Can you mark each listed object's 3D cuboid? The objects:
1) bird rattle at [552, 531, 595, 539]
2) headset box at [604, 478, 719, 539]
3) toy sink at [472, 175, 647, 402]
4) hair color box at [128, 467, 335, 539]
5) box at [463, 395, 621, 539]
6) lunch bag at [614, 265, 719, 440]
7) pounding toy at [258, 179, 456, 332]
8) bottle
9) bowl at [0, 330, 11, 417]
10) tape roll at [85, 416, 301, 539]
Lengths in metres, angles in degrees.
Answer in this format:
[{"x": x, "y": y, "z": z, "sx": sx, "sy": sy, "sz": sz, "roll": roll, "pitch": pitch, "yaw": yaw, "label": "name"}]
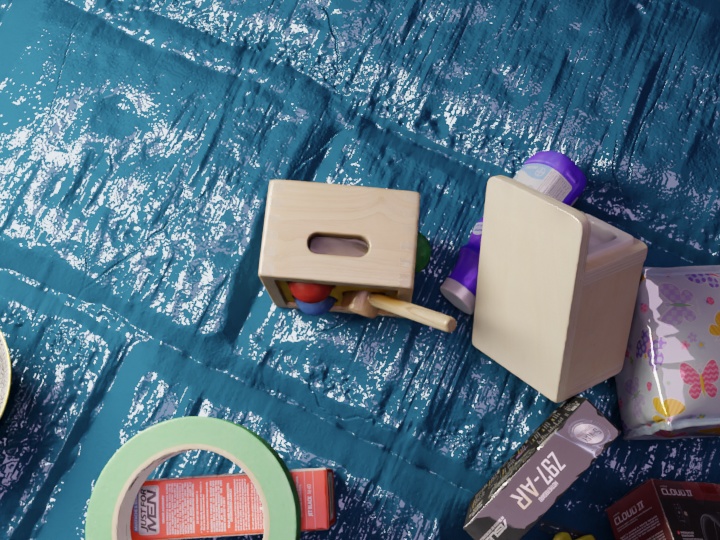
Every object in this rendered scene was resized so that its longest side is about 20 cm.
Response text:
[{"x": 0.190, "y": 0.366, "z": 0.908, "sx": 0.199, "sy": 0.113, "sz": 0.164, "roll": -32, "pitch": 94, "yaw": -3, "label": "bird rattle"}, {"x": 0.336, "y": 0.293, "z": 0.872, "sx": 0.147, "sy": 0.077, "sz": 0.202, "roll": 10, "pitch": 48, "yaw": -28, "label": "headset box"}, {"x": 0.201, "y": 0.004, "z": 0.915, "sx": 0.111, "sy": 0.202, "sz": 0.130, "roll": -18, "pitch": 33, "yaw": -31, "label": "toy sink"}, {"x": -0.128, "y": 0.241, "z": 0.936, "sx": 0.197, "sy": 0.111, "sz": 0.065, "roll": -3, "pitch": 78, "yaw": 2, "label": "hair color box"}, {"x": 0.172, "y": 0.194, "z": 0.882, "sx": 0.044, "sy": 0.200, "sz": 0.160, "roll": 43, "pitch": 90, "yaw": 11, "label": "box"}, {"x": 0.370, "y": 0.089, "z": 0.951, "sx": 0.197, "sy": 0.127, "sz": 0.172, "roll": -3, "pitch": 74, "yaw": -11, "label": "lunch bag"}, {"x": 0.000, "y": 0.000, "z": 0.953, "sx": 0.197, "sy": 0.184, "sz": 0.144, "roll": 5, "pitch": 77, "yaw": 3, "label": "pounding toy"}, {"x": 0.166, "y": -0.042, "z": 1.011, "sx": 0.065, "sy": 0.083, "sz": 0.200, "roll": 42, "pitch": 81, "yaw": -17, "label": "bottle"}, {"x": -0.460, "y": 0.126, "z": 0.981, "sx": 0.198, "sy": 0.094, "sz": 0.203, "roll": 0, "pitch": 76, "yaw": 1, "label": "bowl"}, {"x": -0.156, "y": 0.241, "z": 0.857, "sx": 0.198, "sy": 0.048, "sz": 0.203, "roll": 0, "pitch": 79, "yaw": 1, "label": "tape roll"}]
